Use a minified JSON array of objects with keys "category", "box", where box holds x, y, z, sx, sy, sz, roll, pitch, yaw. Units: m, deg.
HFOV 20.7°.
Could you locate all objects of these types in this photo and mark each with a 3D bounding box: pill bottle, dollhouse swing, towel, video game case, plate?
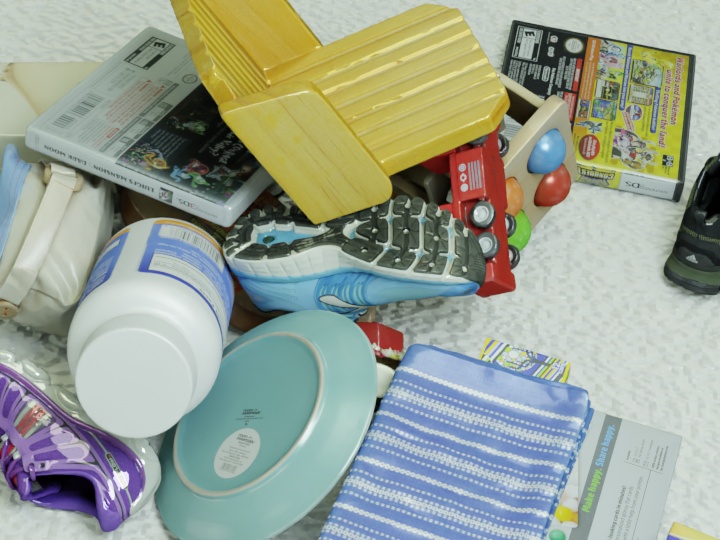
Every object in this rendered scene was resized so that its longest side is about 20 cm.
[{"category":"pill bottle","box":[-0.152,0.044,1.432,0.111,0.113,0.200,7,21,-1]},{"category":"dollhouse swing","box":[-0.015,-0.169,1.498,0.175,0.182,0.201,-34,40,9]},{"category":"towel","box":[0.068,0.137,1.349,0.144,0.024,0.201,17,47,11]},{"category":"video game case","box":[0.214,-0.150,1.819,0.179,0.026,0.201,11,42,4]},{"category":"video game case","box":[-0.139,-0.119,1.576,0.181,0.024,0.200,22,37,14]},{"category":"plate","box":[-0.075,0.107,1.417,0.199,0.026,0.201,-24,42,24]}]

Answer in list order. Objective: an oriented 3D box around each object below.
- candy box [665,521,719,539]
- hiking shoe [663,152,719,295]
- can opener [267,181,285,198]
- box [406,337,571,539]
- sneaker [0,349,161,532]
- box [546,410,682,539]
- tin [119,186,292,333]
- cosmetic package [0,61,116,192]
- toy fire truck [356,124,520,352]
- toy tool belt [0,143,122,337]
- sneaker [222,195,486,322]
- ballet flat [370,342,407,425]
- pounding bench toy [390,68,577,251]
[{"category":"candy box","box":[0.255,0.288,1.325,0.168,0.077,0.200,19,43,13]},{"category":"hiking shoe","box":[0.328,-0.066,1.691,0.075,0.101,0.200,24,45,16]},{"category":"can opener","box":[-0.039,-0.129,1.667,0.200,0.053,0.067,-39,67,6]},{"category":"box","box":[0.090,0.145,1.404,0.069,0.065,0.201,16,47,9]},{"category":"sneaker","box":[-0.242,0.122,1.430,0.199,0.081,0.084,25,51,16]},{"category":"box","box":[0.127,0.160,1.468,0.198,0.041,0.156,16,45,10]},{"category":"tin","box":[-0.109,-0.026,1.598,0.200,0.042,0.112,42,43,11]},{"category":"cosmetic package","box":[-0.226,-0.121,1.690,0.198,0.073,0.104,-1,44,-11]},{"category":"toy fire truck","box":[0.050,-0.021,1.534,0.140,0.049,0.202,-12,73,25]},{"category":"toy tool belt","box":[-0.260,-0.044,1.562,0.122,0.125,0.201,5,59,2]},{"category":"sneaker","box":[0.000,0.000,1.492,0.198,0.090,0.079,3,45,16]},{"category":"ballet flat","box":[-0.022,0.077,1.476,0.198,0.064,0.076,2,80,20]},{"category":"pounding bench toy","box":[0.068,-0.068,1.634,0.156,0.124,0.200,36,75,25]}]
